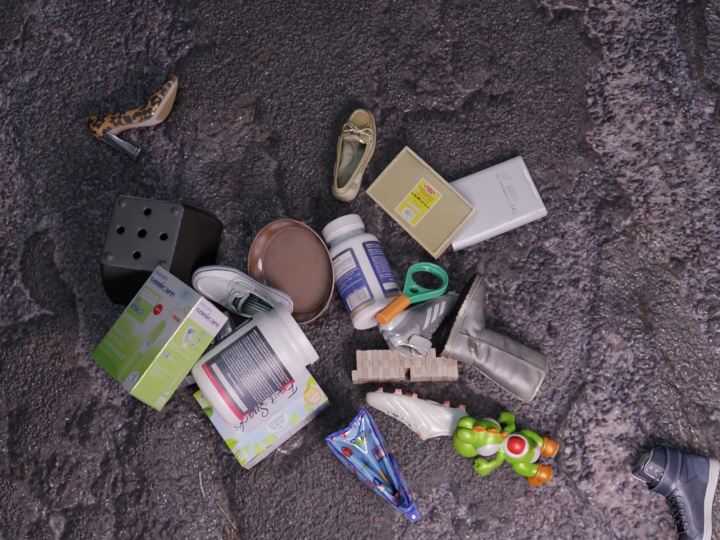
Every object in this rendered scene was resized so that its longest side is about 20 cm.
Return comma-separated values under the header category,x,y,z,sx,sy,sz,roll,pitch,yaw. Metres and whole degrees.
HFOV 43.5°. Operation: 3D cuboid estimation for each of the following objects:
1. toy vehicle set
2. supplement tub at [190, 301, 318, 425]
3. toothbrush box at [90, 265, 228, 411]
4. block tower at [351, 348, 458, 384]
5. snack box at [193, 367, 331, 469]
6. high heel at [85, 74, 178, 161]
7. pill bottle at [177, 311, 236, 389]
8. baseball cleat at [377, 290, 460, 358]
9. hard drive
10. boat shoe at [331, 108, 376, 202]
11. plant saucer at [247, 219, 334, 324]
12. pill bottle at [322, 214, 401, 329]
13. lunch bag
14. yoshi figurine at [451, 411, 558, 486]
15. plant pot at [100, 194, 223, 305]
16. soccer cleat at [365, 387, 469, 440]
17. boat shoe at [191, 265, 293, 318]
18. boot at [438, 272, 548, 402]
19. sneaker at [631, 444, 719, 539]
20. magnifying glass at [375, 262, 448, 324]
category,x,y,z,sx,sy,sz,roll,pitch,yaw
toy vehicle set,0.119,-0.135,1.774,0.124,0.027,0.200,-46,70,3
supplement tub,-0.188,0.164,1.598,0.199,0.141,0.141,-35,74,-7
toothbrush box,-0.350,0.116,1.567,0.145,0.086,0.201,29,78,41
block tower,0.082,0.178,1.691,0.197,0.054,0.059,-4,72,2
snack box,-0.182,0.241,1.682,0.199,0.068,0.169,-36,74,-6
high heel,-0.475,-0.345,1.870,0.142,0.071,0.202,30,86,5
pill bottle,-0.327,0.152,1.691,0.198,0.120,0.121,-21,73,-3
baseball cleat,0.122,0.105,1.677,0.198,0.070,0.107,-16,72,-30
hard drive,0.251,-0.133,1.788,0.198,0.025,0.133,-21,73,-3
boat shoe,-0.016,-0.240,1.817,0.072,0.063,0.203,16,75,8
plant saucer,-0.127,0.001,1.723,0.198,0.034,0.203,7,103,30
pill bottle,0.000,0.000,1.719,0.110,0.111,0.202,-23,73,-3
lunch bag,0.035,0.360,1.589,0.094,0.151,0.201,-36,74,-7
yoshi figurine,0.246,0.313,1.615,0.198,0.113,0.113,24,114,-18
plant pot,-0.392,-0.042,1.723,0.197,0.178,0.202,9,75,5
soccer cleat,0.102,0.268,1.658,0.197,0.069,0.079,13,77,4
boat shoe,-0.221,0.046,1.678,0.197,0.067,0.074,15,115,-5
boot,0.259,0.124,1.660,0.198,0.073,0.184,23,86,-3
sneaker,0.539,0.407,1.575,0.144,0.077,0.204,19,65,-3
magnifying glass,0.093,0.042,1.656,0.079,0.023,0.200,33,44,20
